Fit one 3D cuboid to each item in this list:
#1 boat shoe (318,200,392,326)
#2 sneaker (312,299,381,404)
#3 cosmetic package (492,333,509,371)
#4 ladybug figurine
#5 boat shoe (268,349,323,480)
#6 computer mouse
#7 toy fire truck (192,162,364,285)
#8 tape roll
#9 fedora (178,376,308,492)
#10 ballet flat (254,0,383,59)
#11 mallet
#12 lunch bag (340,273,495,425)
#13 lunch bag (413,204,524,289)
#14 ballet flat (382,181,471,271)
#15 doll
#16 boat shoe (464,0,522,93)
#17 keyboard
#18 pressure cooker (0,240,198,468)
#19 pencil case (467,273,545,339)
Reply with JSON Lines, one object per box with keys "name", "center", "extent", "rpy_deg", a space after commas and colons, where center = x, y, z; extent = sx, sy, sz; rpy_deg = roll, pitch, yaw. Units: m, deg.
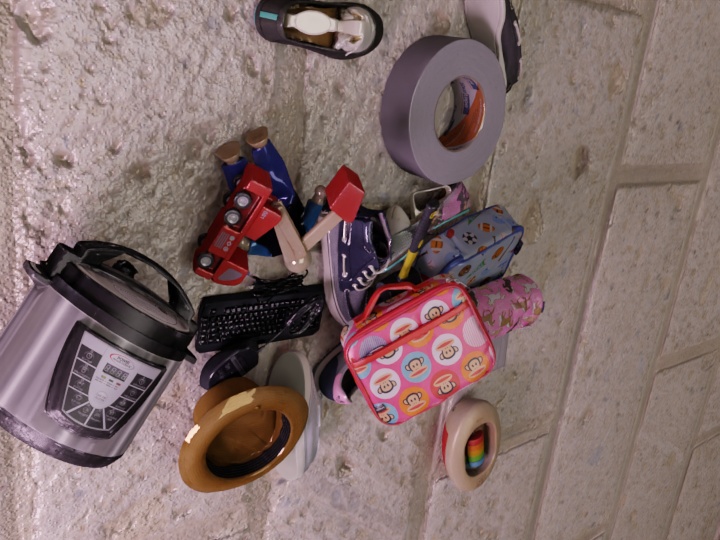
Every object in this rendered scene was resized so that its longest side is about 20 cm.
{"name": "boat shoe", "center": [0.000, 0.000, 0.948], "extent": [0.074, 0.091, 0.204], "rpy_deg": [-39, 130, -40]}
{"name": "sneaker", "center": [0.017, 0.117, 1.027], "extent": [0.201, 0.081, 0.070], "rpy_deg": [-52, 132, -11]}
{"name": "cosmetic package", "center": [0.145, 0.132, 1.126], "extent": [0.196, 0.106, 0.093], "rpy_deg": [-17, 120, -32]}
{"name": "ladybug figurine", "center": [0.203, 0.325, 1.279], "extent": [0.133, 0.071, 0.205], "rpy_deg": [-21, 120, -31]}
{"name": "boat shoe", "center": [-0.090, 0.205, 0.994], "extent": [0.071, 0.069, 0.206], "rpy_deg": [-23, 122, -53]}
{"name": "computer mouse", "center": [-0.133, 0.091, 0.907], "extent": [0.198, 0.034, 0.059], "rpy_deg": [-35, 146, -16]}
{"name": "toy fire truck", "center": [-0.100, -0.054, 0.815], "extent": [0.139, 0.049, 0.202], "rpy_deg": [25, 114, -27]}
{"name": "tape roll", "center": [0.123, -0.231, 0.983], "extent": [0.197, 0.066, 0.206], "rpy_deg": [-17, 118, -33]}
{"name": "fedora", "center": [-0.162, 0.204, 0.898], "extent": [0.197, 0.082, 0.204], "rpy_deg": [-25, 140, -22]}
{"name": "ballet flat", "center": [-0.034, -0.291, 0.822], "extent": [0.196, 0.068, 0.070], "rpy_deg": [-11, 115, -37]}
{"name": "mallet", "center": [0.064, -0.020, 0.924], "extent": [0.065, 0.041, 0.202], "rpy_deg": [-30, 155, -23]}
{"name": "lunch bag", "center": [0.074, 0.097, 0.941], "extent": [0.197, 0.082, 0.179], "rpy_deg": [-28, 106, 0]}
{"name": "lunch bag", "center": [0.170, -0.010, 1.085], "extent": [0.197, 0.076, 0.162], "rpy_deg": [-23, 147, -29]}
{"name": "ballet flat", "center": [0.083, -0.078, 1.016], "extent": [0.198, 0.069, 0.072], "rpy_deg": [-35, 110, -19]}
{"name": "doll", "center": [-0.105, -0.077, 0.862], "extent": [0.134, 0.049, 0.203], "rpy_deg": [-28, 127, -9]}
{"name": "boat shoe", "center": [0.203, -0.355, 0.992], "extent": [0.060, 0.073, 0.203], "rpy_deg": [-35, 130, -22]}
{"name": "keyboard", "center": [-0.125, 0.057, 0.912], "extent": [0.196, 0.039, 0.107], "rpy_deg": [-7, 113, -39]}
{"name": "pressure cooker", "center": [-0.274, 0.073, 0.704], "extent": [0.203, 0.176, 0.176], "rpy_deg": [-57, 171, -6]}
{"name": "pencil case", "center": [0.203, 0.068, 1.071], "extent": [0.196, 0.087, 0.084], "rpy_deg": [-15, 143, -36]}
